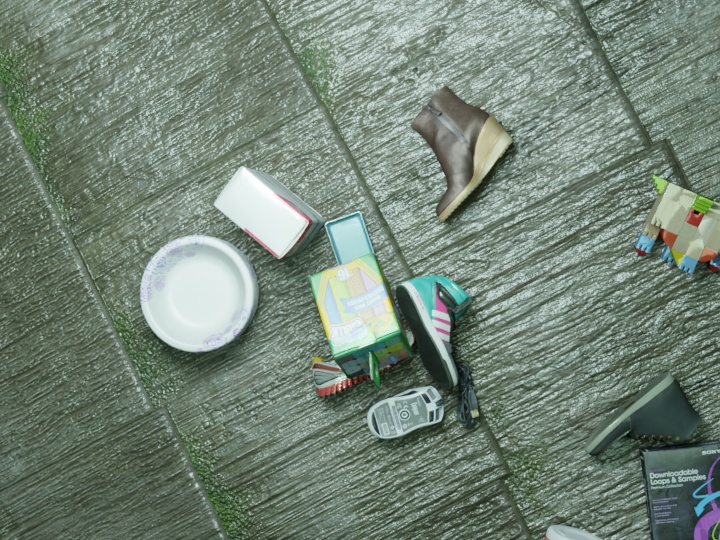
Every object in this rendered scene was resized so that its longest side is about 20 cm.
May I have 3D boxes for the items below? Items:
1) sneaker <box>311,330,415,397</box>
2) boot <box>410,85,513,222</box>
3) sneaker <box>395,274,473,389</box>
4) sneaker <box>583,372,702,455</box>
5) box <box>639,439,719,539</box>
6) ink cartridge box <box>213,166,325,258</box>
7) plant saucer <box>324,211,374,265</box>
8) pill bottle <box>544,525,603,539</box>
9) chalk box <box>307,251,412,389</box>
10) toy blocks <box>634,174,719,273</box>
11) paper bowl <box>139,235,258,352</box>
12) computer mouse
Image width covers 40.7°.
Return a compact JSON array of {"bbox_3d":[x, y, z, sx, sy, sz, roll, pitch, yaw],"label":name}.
[{"bbox_3d":[0.004,0.150,1.701,0.199,0.078,0.083,-24,83,1],"label":"sneaker"},{"bbox_3d":[0.153,-0.204,1.708,0.166,0.072,0.200,38,94,15],"label":"boot"},{"bbox_3d":[0.150,0.094,1.680,0.120,0.083,0.201,-26,98,-26],"label":"sneaker"},{"bbox_3d":[0.488,0.278,1.670,0.200,0.075,0.106,-39,85,2],"label":"sneaker"},{"bbox_3d":[0.569,0.403,1.686,0.142,0.036,0.202,-8,89,4],"label":"box"},{"bbox_3d":[-0.149,-0.097,1.650,0.146,0.200,0.083,39,96,3],"label":"ink cartridge box"},{"bbox_3d":[0.000,0.000,1.731,0.069,0.019,0.201,-19,88,4],"label":"plant saucer"},{"bbox_3d":[0.351,0.551,1.661,0.111,0.111,0.202,14,91,4],"label":"pill bottle"},{"bbox_3d":[0.008,0.096,1.625,0.123,0.125,0.201,-21,64,3],"label":"chalk box"},{"bbox_3d":[0.567,-0.061,1.666,0.199,0.100,0.138,23,103,4],"label":"toy blocks"},{"bbox_3d":[-0.277,0.040,1.705,0.199,0.104,0.202,0,89,4],"label":"paper bowl"},{"bbox_3d":[0.107,0.239,1.713,0.198,0.044,0.111,-15,94,-2],"label":"computer mouse"}]
